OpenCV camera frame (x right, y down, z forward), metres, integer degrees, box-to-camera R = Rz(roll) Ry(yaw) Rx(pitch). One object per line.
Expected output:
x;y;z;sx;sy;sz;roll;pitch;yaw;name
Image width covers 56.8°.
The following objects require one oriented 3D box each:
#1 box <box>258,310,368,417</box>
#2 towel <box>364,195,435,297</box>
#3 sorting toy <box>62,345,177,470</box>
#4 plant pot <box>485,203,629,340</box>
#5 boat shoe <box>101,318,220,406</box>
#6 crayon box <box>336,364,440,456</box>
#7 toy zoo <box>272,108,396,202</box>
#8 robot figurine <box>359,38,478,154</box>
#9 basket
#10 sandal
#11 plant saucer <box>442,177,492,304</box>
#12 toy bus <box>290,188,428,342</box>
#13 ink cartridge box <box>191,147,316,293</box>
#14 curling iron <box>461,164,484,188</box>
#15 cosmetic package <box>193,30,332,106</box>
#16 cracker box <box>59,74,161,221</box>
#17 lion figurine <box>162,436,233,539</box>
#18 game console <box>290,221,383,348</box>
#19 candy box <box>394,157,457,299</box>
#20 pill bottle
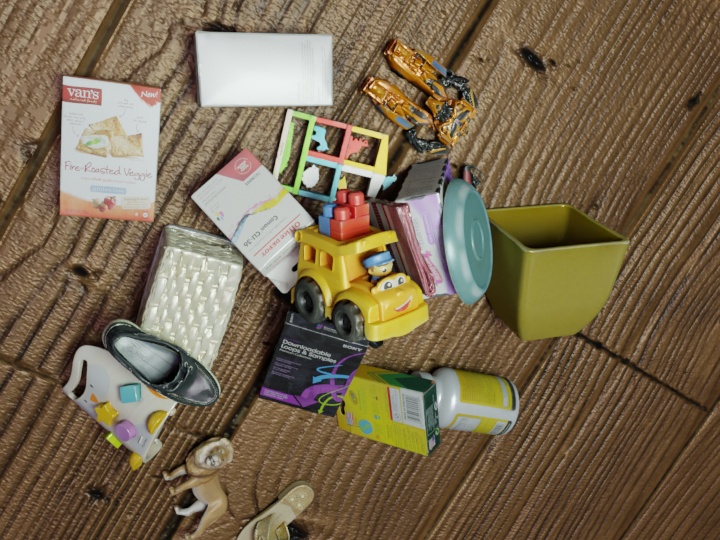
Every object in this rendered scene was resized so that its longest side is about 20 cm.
-0.082;0.164;1.130;0.143;0.036;0.200;16;128;-8;box
0.047;-0.043;1.023;0.023;0.200;0.144;-25;108;-15;towel
-0.388;0.207;1.063;0.180;0.107;0.200;32;121;2;sorting toy
0.323;0.009;1.189;0.194;0.196;0.200;-5;117;-15;plant pot
-0.283;0.143;0.968;0.199;0.066;0.075;46;77;-22;boat shoe
0.044;0.244;1.198;0.051;0.200;0.127;-30;121;-49;crayon box
-0.037;-0.175;1.089;0.200;0.020;0.131;12;102;-10;toy zoo
0.106;-0.280;1.097;0.200;0.058;0.145;30;97;-22;robot figurine
-0.270;0.046;1.050;0.135;0.123;0.200;15;102;-19;basket
-0.163;0.492;1.246;0.078;0.070;0.212;40;92;-23;sandal
0.174;-0.047;1.043;0.027;0.200;0.201;-5;113;26;plant saucer
-0.002;-0.014;0.958;0.136;0.200;0.192;-16;117;-38;toy bus
-0.148;-0.074;1.029;0.116;0.068;0.200;-43;83;-5;ink cartridge box
0.192;-0.093;1.143;0.050;0.026;0.200;20;64;-35;curling iron
-0.146;-0.302;1.002;0.200;0.085;0.108;-3;107;-15;cosmetic package
-0.370;-0.179;0.987;0.134;0.058;0.200;3;105;-18;cracker box
-0.276;0.389;1.190;0.122;0.072;0.200;-19;126;-24;lion figurine
0.000;0.000;1.125;0.200;0.176;0.116;38;121;-22;game console
0.121;-0.073;1.085;0.071;0.200;0.168;-9;112;16;candy box
0.188;0.244;1.254;0.200;0.112;0.112;13;102;-20;pill bottle
